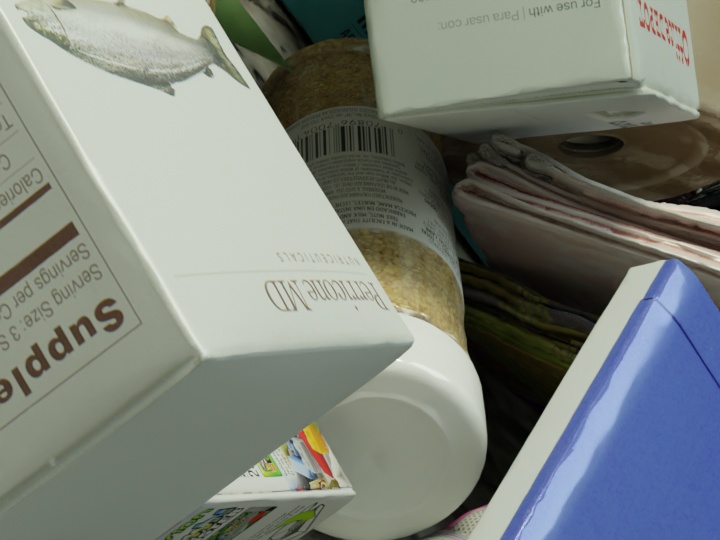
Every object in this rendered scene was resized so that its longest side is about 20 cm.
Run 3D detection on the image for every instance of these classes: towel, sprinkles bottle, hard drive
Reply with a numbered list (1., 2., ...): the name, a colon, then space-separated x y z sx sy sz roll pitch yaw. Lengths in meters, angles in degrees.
1. towel: 0.103 0.056 0.990 0.200 0.023 0.143 39 -10 -39
2. sprinkles bottle: 0.000 0.000 0.889 0.068 0.068 0.200 43 22 -26
3. towel: 0.135 0.017 0.946 0.190 0.032 0.200 19 -10 15
4. hard drive: 0.077 0.111 0.777 0.132 0.025 0.200 55 46 -23

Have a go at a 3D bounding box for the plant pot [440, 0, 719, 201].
1. plant pot: 0.080 -0.123 1.018 0.200 0.199 0.174 25 58 -53

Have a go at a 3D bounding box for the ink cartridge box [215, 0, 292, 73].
1. ink cartridge box: -0.099 -0.164 0.927 0.200 0.048 0.145 49 15 30

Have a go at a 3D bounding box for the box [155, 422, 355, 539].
1. box: -0.085 -0.012 0.767 0.201 0.035 0.110 59 21 16

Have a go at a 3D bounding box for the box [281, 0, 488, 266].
1. box: 0.020 -0.098 1.127 0.200 0.049 0.082 52 20 -2

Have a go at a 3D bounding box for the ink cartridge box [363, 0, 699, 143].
1. ink cartridge box: 0.047 -0.144 0.870 0.146 0.082 0.201 3 80 -76

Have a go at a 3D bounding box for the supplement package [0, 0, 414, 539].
1. supplement package: -0.101 -0.032 0.644 0.200 0.117 0.117 58 19 12

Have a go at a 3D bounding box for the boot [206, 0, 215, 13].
1. boot: -0.042 -0.166 0.772 0.073 0.155 0.201 24 -37 40

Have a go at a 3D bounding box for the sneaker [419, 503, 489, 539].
1. sneaker: 0.064 0.093 0.847 0.081 0.088 0.200 53 20 1

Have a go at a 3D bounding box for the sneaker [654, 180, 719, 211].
1. sneaker: 0.135 -0.013 1.080 0.074 0.200 0.081 19 79 -30
